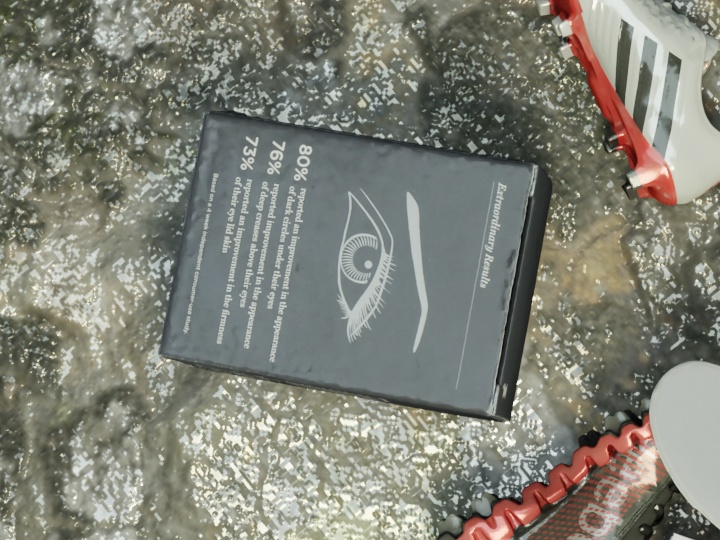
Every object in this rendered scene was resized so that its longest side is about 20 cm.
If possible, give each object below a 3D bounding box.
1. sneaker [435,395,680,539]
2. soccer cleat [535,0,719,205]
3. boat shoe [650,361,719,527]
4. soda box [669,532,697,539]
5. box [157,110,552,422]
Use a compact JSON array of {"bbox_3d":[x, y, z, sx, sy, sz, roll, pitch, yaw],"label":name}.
[{"bbox_3d":[0.141,0.140,1.446,0.200,0.071,0.098,-34,80,6],"label":"sneaker"},{"bbox_3d":[0.161,-0.135,1.476,0.085,0.069,0.200,-23,84,-3],"label":"soccer cleat"},{"bbox_3d":[0.237,0.130,1.376,0.200,0.070,0.071,42,93,19],"label":"boat shoe"},{"bbox_3d":[0.260,0.209,1.421,0.200,0.068,0.064,20,87,11],"label":"soda box"},{"bbox_3d":[0.000,0.000,1.464,0.200,0.104,0.148,11,86,9],"label":"box"}]
